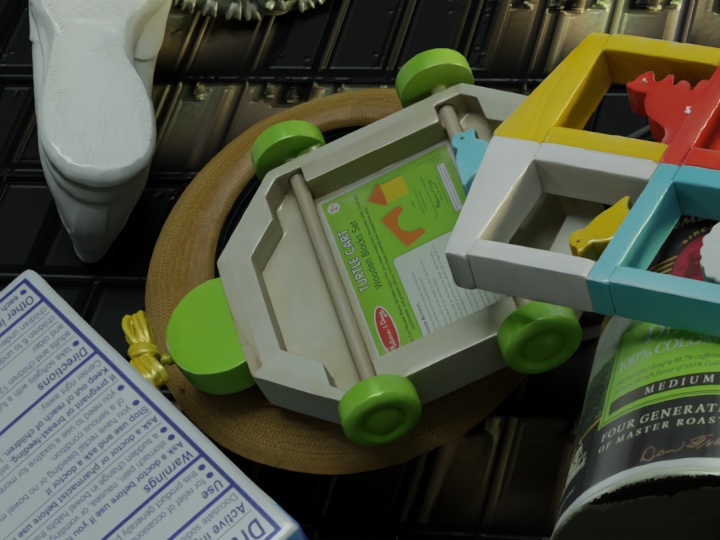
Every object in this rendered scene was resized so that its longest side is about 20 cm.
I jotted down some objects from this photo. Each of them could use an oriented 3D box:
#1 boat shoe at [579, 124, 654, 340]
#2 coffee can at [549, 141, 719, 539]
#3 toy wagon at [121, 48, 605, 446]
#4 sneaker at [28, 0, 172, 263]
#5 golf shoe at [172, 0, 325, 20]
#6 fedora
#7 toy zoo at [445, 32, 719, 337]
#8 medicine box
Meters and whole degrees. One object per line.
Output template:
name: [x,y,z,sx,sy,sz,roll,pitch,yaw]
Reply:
boat shoe: [0.149,-0.044,1.284,0.200,0.057,0.067,-37,47,-23]
coffee can: [0.159,0.053,1.114,0.145,0.147,0.201,2,45,17]
toy wagon: [0.000,0.000,1.167,0.199,0.040,0.156,-25,50,6]
sneaker: [-0.129,-0.095,1.392,0.075,0.089,0.201,6,50,-4]
golf shoe: [-0.021,-0.188,1.491,0.199,0.079,0.097,-21,20,-9]
fedora: [0.005,0.015,1.238,0.199,0.082,0.201,-9,53,12]
toy zoo: [0.121,-0.034,1.094,0.199,0.021,0.131,12,50,32]
medicine box: [-0.128,0.132,1.119,0.182,0.103,0.200,-41,48,-11]
